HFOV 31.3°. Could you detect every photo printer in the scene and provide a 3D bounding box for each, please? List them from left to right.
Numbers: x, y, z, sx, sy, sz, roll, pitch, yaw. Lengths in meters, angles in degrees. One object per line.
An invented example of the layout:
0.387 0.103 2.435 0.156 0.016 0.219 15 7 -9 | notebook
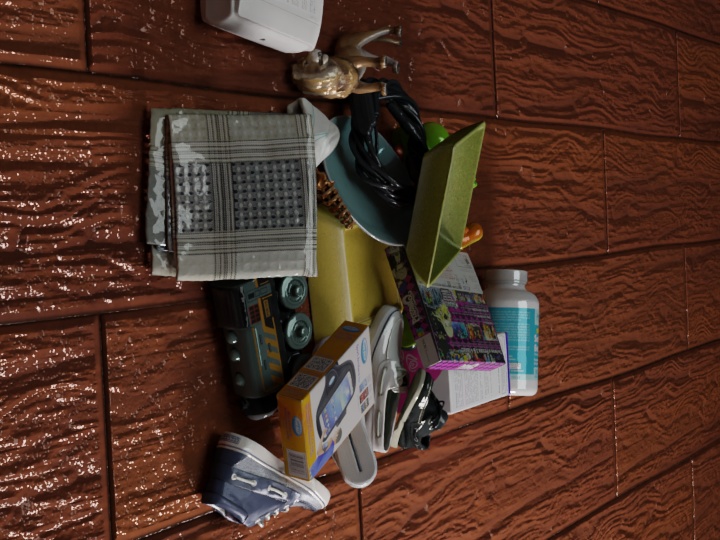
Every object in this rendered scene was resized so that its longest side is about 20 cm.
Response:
-0.115 -0.364 1.589 0.199 0.069 0.169 7 83 -58 | photo printer

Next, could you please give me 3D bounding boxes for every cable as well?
0.044 -0.174 1.794 0.162 0.050 0.203 15 57 -53 | cable

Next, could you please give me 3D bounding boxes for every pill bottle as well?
0.236 0.102 2.094 0.110 0.109 0.203 8 82 -57 | pill bottle

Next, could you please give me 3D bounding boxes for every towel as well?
-0.145 -0.086 1.452 0.197 0.035 0.196 -1 89 -13 | towel

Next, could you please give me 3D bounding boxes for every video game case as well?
0.124 0.053 1.837 0.199 0.036 0.184 8 60 -57 | video game case

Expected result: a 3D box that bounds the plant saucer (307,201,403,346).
0.000 0.000 1.779 0.199 0.048 0.203 -18 105 -57 | plant saucer

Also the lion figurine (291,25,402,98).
-0.015 -0.283 1.736 0.200 0.121 0.074 -58 149 -63 | lion figurine

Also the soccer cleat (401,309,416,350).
0.103 0.059 1.918 0.201 0.067 0.082 -65 146 -45 | soccer cleat

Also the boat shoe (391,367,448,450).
0.089 0.203 1.804 0.200 0.065 0.075 106 4 -53 | boat shoe

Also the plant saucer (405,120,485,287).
0.114 -0.100 1.780 0.200 0.047 0.203 -43 145 -67 | plant saucer

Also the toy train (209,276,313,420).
-0.119 0.081 1.563 0.113 0.085 0.203 -22 111 -42 | toy train

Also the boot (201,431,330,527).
-0.118 0.277 1.571 0.200 0.072 0.091 39 64 -41 | boot

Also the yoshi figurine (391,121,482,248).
0.120 -0.139 1.927 0.202 0.111 0.112 63 19 -17 | yoshi figurine

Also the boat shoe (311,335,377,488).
-0.031 0.190 1.705 0.071 0.071 0.203 -9 83 -18 | boat shoe

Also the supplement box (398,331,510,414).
0.140 0.153 1.947 0.199 0.100 0.105 -10 97 -58 | supplement box

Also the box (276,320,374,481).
-0.034 0.152 1.584 0.200 0.041 0.121 -44 138 -48 | box

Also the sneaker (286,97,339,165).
-0.091 -0.135 1.631 0.080 0.070 0.202 48 43 -34 | sneaker

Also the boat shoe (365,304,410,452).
0.039 0.152 1.774 0.073 0.066 0.203 -1 104 -61 | boat shoe

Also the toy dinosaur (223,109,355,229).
-0.100 -0.109 1.519 0.137 0.199 0.102 -58 157 -3 | toy dinosaur

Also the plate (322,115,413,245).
0.008 -0.120 1.769 0.199 0.025 0.202 34 41 -35 | plate
